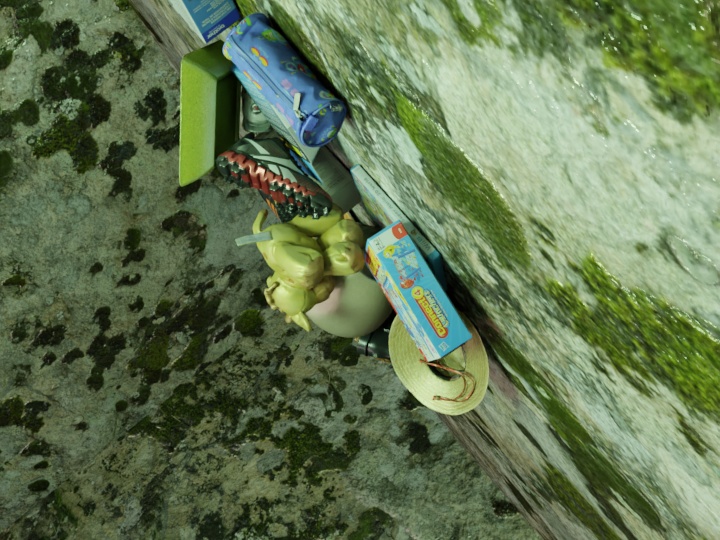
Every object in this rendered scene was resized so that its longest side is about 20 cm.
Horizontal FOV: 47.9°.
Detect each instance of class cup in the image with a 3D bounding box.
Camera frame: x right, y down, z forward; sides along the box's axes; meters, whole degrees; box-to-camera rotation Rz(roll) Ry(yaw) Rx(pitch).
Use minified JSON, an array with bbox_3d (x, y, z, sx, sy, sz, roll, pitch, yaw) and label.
[{"bbox_3d":[0.000,0.000,1.412,0.201,0.200,0.143,52,146,1],"label":"cup"}]

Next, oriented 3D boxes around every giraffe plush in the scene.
[{"bbox_3d":[-0.093,0.005,1.295,0.173,0.198,0.163,-97,6,-50],"label":"giraffe plush"}]

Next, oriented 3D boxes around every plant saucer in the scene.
[{"bbox_3d":[-0.234,-0.253,1.302,0.200,0.047,0.202,-69,-14,-66],"label":"plant saucer"}]

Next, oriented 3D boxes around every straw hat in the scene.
[{"bbox_3d":[0.150,0.135,1.377,0.202,0.201,0.085,51,-144,13],"label":"straw hat"}]

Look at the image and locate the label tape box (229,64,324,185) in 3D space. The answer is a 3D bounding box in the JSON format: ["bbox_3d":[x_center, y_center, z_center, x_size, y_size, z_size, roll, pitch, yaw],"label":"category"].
[{"bbox_3d":[-0.108,-0.243,1.257,0.201,0.063,0.144,54,175,-27],"label":"label tape box"}]

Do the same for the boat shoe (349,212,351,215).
[{"bbox_3d":[-0.009,-0.039,1.666,0.074,0.067,0.201,-87,-9,-68],"label":"boat shoe"}]

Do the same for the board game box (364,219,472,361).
[{"bbox_3d":[0.081,0.038,1.226,0.197,0.056,0.200,58,175,7],"label":"board game box"}]

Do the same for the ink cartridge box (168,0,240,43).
[{"bbox_3d":[-0.261,-0.438,1.213,0.137,0.076,0.200,50,172,25],"label":"ink cartridge box"}]

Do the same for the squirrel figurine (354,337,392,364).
[{"bbox_3d":[0.077,0.143,1.642,0.187,0.141,0.200,46,-159,-14],"label":"squirrel figurine"}]

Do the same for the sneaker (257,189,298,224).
[{"bbox_3d":[-0.148,-0.136,1.623,0.201,0.070,0.090,53,175,16],"label":"sneaker"}]

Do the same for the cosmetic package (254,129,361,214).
[{"bbox_3d":[-0.097,-0.172,1.403,0.200,0.103,0.073,51,174,28],"label":"cosmetic package"}]

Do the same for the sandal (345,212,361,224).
[{"bbox_3d":[-0.023,-0.066,1.582,0.207,0.079,0.059,53,167,-24],"label":"sandal"}]

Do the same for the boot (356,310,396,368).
[{"bbox_3d":[0.098,0.105,1.514,0.161,0.200,0.074,19,154,13],"label":"boot"}]

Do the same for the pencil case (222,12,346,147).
[{"bbox_3d":[-0.101,-0.251,1.069,0.200,0.078,0.087,50,-157,18],"label":"pencil case"}]

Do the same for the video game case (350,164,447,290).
[{"bbox_3d":[0.061,-0.061,1.254,0.200,0.018,0.143,50,173,24],"label":"video game case"}]

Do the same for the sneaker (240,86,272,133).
[{"bbox_3d":[-0.171,-0.305,1.400,0.200,0.073,0.089,-110,19,-65],"label":"sneaker"}]

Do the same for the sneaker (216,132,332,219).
[{"bbox_3d":[-0.122,-0.154,1.264,0.199,0.098,0.071,27,156,13],"label":"sneaker"}]
